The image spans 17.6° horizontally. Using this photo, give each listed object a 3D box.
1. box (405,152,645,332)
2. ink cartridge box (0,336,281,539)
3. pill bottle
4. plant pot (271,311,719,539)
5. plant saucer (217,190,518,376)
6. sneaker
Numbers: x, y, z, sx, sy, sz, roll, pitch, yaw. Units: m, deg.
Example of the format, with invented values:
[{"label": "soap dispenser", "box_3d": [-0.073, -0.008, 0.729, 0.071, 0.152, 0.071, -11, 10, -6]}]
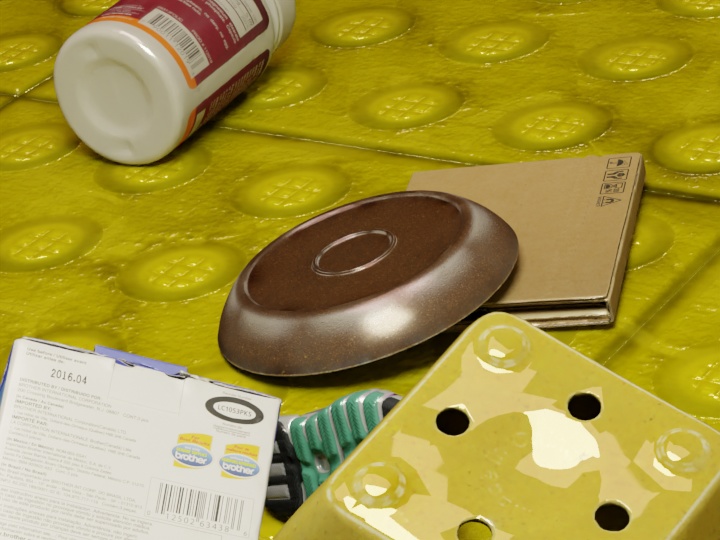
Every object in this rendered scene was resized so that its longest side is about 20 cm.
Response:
[{"label": "box", "box_3d": [0.094, -0.019, 1.505, 0.163, 0.021, 0.200, -4, 28, 16]}, {"label": "ink cartridge box", "box_3d": [-0.116, 0.118, 1.105, 0.136, 0.076, 0.200, 14, 59, -10]}, {"label": "pill bottle", "box_3d": [-0.137, -0.172, 1.781, 0.114, 0.114, 0.200, 6, 30, 27]}, {"label": "plant pot", "box_3d": [0.064, 0.136, 0.923, 0.195, 0.200, 0.194, 31, 57, 23]}, {"label": "plant saucer", "box_3d": [0.000, 0.000, 1.454, 0.200, 0.032, 0.200, -16, 25, 8]}, {"label": "sneaker", "box_3d": [0.022, 0.090, 1.225, 0.087, 0.075, 0.200, -16, 8, -33]}]
